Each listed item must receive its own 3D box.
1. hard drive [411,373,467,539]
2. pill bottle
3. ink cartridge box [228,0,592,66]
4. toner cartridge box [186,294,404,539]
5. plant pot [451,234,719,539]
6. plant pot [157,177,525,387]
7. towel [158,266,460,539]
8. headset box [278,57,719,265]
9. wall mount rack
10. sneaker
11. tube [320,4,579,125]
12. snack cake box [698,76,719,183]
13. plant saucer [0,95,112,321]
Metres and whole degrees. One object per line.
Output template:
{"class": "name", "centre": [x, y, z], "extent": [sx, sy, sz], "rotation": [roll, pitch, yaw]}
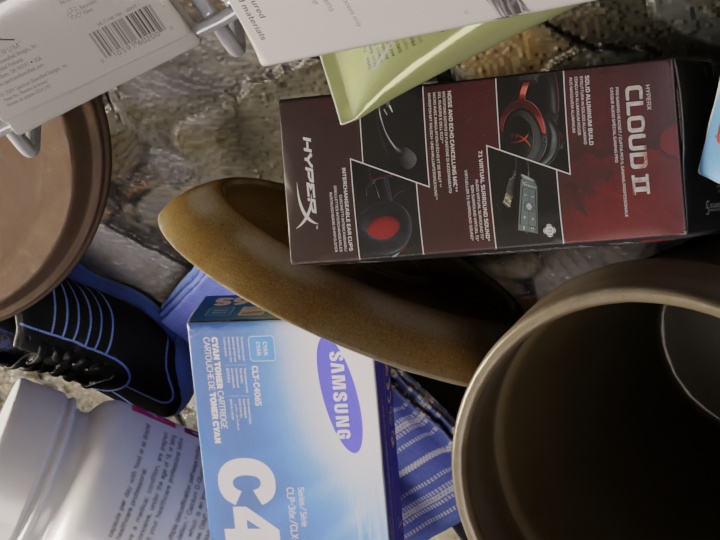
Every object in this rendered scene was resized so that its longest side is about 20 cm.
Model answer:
{"class": "hard drive", "centre": [0.100, 0.120, 1.133], "extent": [0.200, 0.042, 0.135], "rotation": [52, 143, 20]}
{"class": "pill bottle", "centre": [-0.113, 0.140, 1.180], "extent": [0.199, 0.114, 0.114], "rotation": [23, 139, -11]}
{"class": "ink cartridge box", "centre": [0.050, -0.168, 0.829], "extent": [0.198, 0.146, 0.085], "rotation": [-7, 132, 26]}
{"class": "toner cartridge box", "centre": [-0.029, 0.113, 1.086], "extent": [0.094, 0.043, 0.202], "rotation": [-2, 107, 10]}
{"class": "plant pot", "centre": [0.163, 0.067, 0.971], "extent": [0.198, 0.173, 0.202], "rotation": [11, 117, 23]}
{"class": "plant pot", "centre": [0.000, 0.000, 1.028], "extent": [0.198, 0.200, 0.028], "rotation": [22, 103, -4]}
{"class": "towel", "centre": [-0.019, 0.068, 1.147], "extent": [0.200, 0.024, 0.145], "rotation": [44, 151, -3]}
{"class": "headset box", "centre": [0.085, -0.047, 0.944], "extent": [0.198, 0.148, 0.076], "rotation": [-4, 91, 23]}
{"class": "wall mount rack", "centre": [-0.144, -0.144, 0.963], "extent": [0.199, 0.075, 0.174], "rotation": [-24, 130, 13]}
{"class": "sneaker", "centre": [-0.173, 0.031, 1.183], "extent": [0.200, 0.078, 0.070], "rotation": [41, 134, -24]}
{"class": "tube", "centre": [0.071, -0.132, 0.884], "extent": [0.199, 0.058, 0.052], "rotation": [-23, 119, 10]}
{"class": "snack cake box", "centre": [0.248, -0.047, 0.844], "extent": [0.198, 0.115, 0.068], "rotation": [4, 106, -29]}
{"class": "plant saucer", "centre": [-0.224, -0.057, 1.076], "extent": [0.198, 0.030, 0.202], "rotation": [1, 112, 3]}
